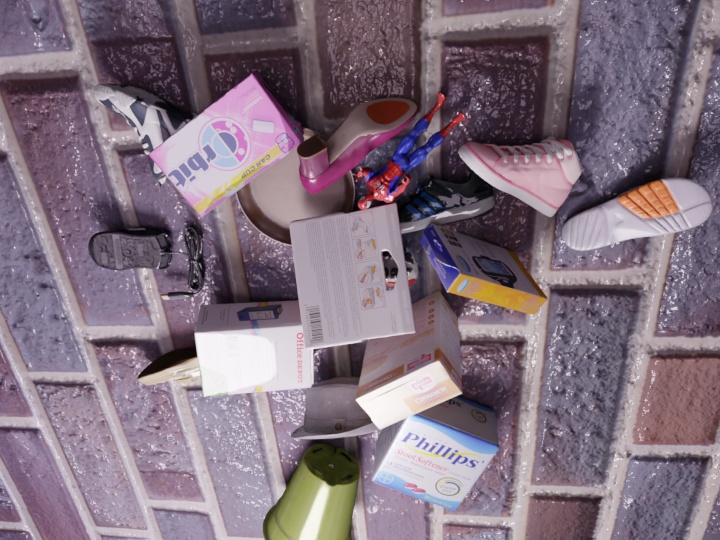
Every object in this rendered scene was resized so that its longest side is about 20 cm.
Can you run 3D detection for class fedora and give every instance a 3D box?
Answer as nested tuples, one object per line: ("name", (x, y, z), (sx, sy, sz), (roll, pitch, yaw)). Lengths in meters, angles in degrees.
("fedora", (-0.037, 0.251, 1.021), (0.198, 0.177, 0.091), (-8, 87, 21))

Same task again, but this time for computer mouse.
("computer mouse", (-0.375, -0.013, 0.979), (0.197, 0.046, 0.142), (-4, 114, -3))

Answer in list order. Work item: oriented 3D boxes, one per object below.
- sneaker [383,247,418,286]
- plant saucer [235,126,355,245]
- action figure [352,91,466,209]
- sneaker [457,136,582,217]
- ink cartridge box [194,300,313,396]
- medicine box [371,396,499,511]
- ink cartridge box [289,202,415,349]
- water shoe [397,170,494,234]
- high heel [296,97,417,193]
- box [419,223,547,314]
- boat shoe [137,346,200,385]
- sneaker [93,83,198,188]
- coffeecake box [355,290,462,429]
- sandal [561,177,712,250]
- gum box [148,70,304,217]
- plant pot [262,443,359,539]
("sneaker", (0.000, 0.000, 0.914), (0.198, 0.078, 0.085), (9, 159, 18))
("plant saucer", (-0.105, -0.136, 0.878), (0.198, 0.032, 0.202), (3, 119, 6))
("action figure", (0.062, -0.162, 0.775), (0.065, 0.099, 0.200), (43, 103, 1))
("sneaker", (0.236, -0.159, 0.775), (0.199, 0.076, 0.105), (21, 119, -28))
("ink cartridge box", (-0.186, 0.139, 0.979), (0.197, 0.088, 0.147), (-2, 120, -7))
("medicine box", (0.141, 0.339, 1.054), (0.180, 0.103, 0.201), (21, 120, -3))
("ink cartridge box", (-0.012, 0.010, 0.844), (0.174, 0.045, 0.203), (-9, 84, 10))
("water shoe", (0.107, -0.107, 0.853), (0.198, 0.071, 0.080), (-13, 94, 10))
("high heel", (-0.004, -0.187, 0.814), (0.198, 0.068, 0.096), (-24, 155, -9))
("box", (0.176, -0.004, 0.817), (0.198, 0.120, 0.042), (13, 124, -27))
("boat shoe", (-0.346, 0.195, 1.070), (0.198, 0.072, 0.065), (-19, 113, 12))
("sneaker", (-0.327, -0.200, 0.849), (0.197, 0.080, 0.131), (19, 111, -14))
("coffeecake box", (0.084, 0.142, 0.902), (0.153, 0.201, 0.073), (-29, 110, 22))
("sandal", (0.409, -0.088, 0.818), (0.205, 0.059, 0.080), (-16, 99, 39))
("gum box", (-0.187, -0.186, 0.788), (0.199, 0.066, 0.114), (-34, 111, 9))
("plant pot", (-0.084, 0.475, 1.129), (0.198, 0.200, 0.192), (18, 106, -2))
